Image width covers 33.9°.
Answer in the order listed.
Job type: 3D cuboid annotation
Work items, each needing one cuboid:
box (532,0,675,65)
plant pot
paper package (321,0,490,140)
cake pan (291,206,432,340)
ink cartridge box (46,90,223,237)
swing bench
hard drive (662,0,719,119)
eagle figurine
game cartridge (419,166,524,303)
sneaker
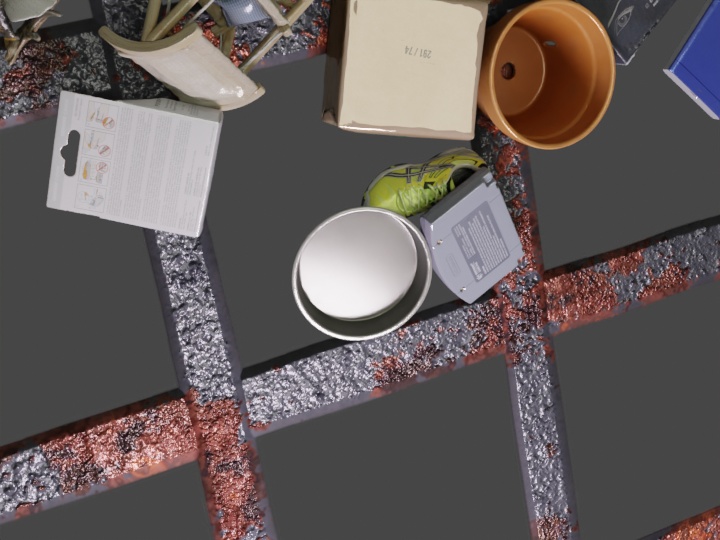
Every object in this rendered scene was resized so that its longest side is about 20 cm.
[{"bbox_3d":[0.350,-0.435,1.684,0.200,0.117,0.197,43,82,-25],"label":"box"},{"bbox_3d":[0.237,-0.277,1.656,0.198,0.140,0.202,-4,102,-21],"label":"plant pot"},{"bbox_3d":[0.059,-0.278,1.586,0.198,0.103,0.193,3,100,-16],"label":"paper package"},{"bbox_3d":[0.000,0.000,1.642,0.198,0.037,0.202,-4,114,-10],"label":"cake pan"},{"bbox_3d":[-0.286,-0.141,1.500,0.198,0.057,0.164,13,114,-4],"label":"ink cartridge box"},{"bbox_3d":[-0.180,-0.306,1.427,0.201,0.129,0.199,-63,158,-2],"label":"swing bench"},{"bbox_3d":[0.572,-0.357,1.845,0.132,0.025,0.201,35,86,-25],"label":"hard drive"},{"bbox_3d":[-0.452,-0.337,1.360,0.151,0.152,0.200,-39,120,11],"label":"eagle figurine"},{"bbox_3d":[0.157,-0.043,1.682,0.133,0.040,0.201,-40,139,-9],"label":"game cartridge"},{"bbox_3d":[0.091,-0.119,1.661,0.199,0.076,0.076,-28,112,-14],"label":"sneaker"}]
